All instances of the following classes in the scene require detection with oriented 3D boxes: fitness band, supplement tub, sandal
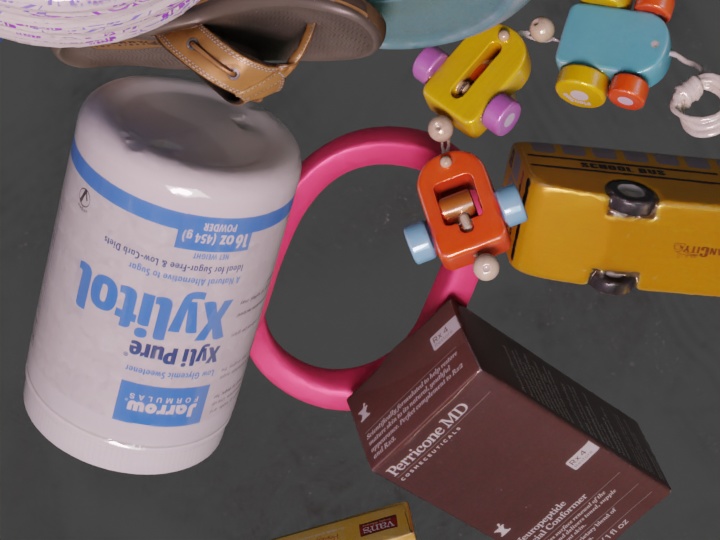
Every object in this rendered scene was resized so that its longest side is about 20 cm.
[{"bbox_3d":[0.000,0.000,1.104,0.142,0.038,0.201,13,120,-17],"label":"fitness band"},{"bbox_3d":[-0.117,0.002,1.032,0.130,0.132,0.202,10,119,-13],"label":"supplement tub"},{"bbox_3d":[-0.081,-0.119,0.967,0.198,0.055,0.082,-1,163,14],"label":"sandal"}]

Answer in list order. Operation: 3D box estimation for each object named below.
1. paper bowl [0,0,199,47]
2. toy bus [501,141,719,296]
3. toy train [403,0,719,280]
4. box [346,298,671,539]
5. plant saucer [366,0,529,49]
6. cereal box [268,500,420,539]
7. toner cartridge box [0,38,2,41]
[{"bbox_3d":[-0.140,-0.203,0.834,0.198,0.104,0.203,1,79,-8],"label":"paper bowl"},{"bbox_3d":[0.189,-0.029,1.082,0.197,0.079,0.066,4,120,-10],"label":"toy bus"},{"bbox_3d":[0.108,-0.078,1.018,0.198,0.151,0.056,-25,154,4],"label":"toy train"},{"bbox_3d":[0.098,0.112,1.141,0.199,0.075,0.100,32,113,-34],"label":"box"},{"bbox_3d":[0.006,-0.168,0.937,0.198,0.028,0.200,7,158,3],"label":"plant saucer"},{"bbox_3d":[-0.006,0.266,1.261,0.142,0.040,0.202,-16,122,3],"label":"cereal box"},{"bbox_3d":[-0.266,-0.177,0.900,0.198,0.095,0.043,22,124,-5],"label":"toner cartridge box"}]
